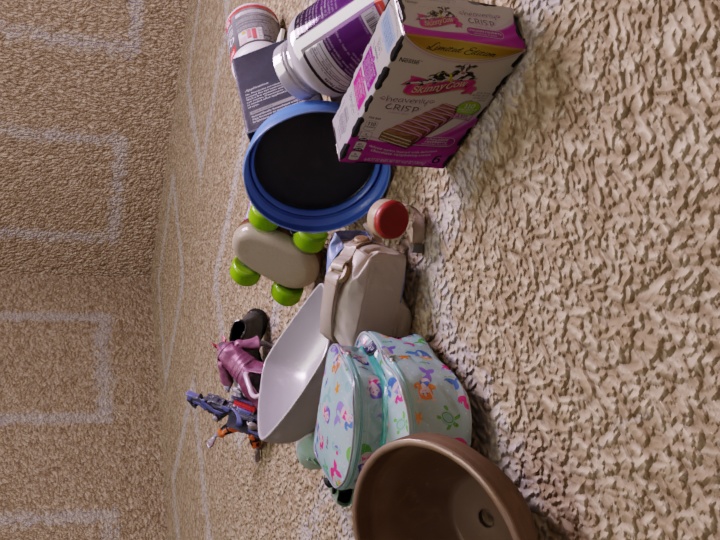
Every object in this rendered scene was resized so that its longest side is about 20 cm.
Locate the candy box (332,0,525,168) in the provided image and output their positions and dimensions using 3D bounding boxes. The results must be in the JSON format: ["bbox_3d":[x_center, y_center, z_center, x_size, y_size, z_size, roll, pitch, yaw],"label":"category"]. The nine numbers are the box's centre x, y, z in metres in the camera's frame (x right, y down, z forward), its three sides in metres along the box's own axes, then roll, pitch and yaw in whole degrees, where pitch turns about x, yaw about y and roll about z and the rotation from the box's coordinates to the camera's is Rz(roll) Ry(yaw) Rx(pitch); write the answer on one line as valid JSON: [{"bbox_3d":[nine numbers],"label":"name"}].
[{"bbox_3d":[0.064,-0.191,0.845,0.200,0.134,0.062,122,142,-54],"label":"candy box"}]

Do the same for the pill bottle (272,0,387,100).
[{"bbox_3d":[-0.011,-0.288,0.983,0.198,0.112,0.114,-24,62,33],"label":"pill bottle"}]

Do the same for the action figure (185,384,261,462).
[{"bbox_3d":[-0.261,0.292,1.662,0.195,0.198,0.105,-67,-5,33],"label":"action figure"}]

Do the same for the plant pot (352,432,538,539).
[{"bbox_3d":[0.092,0.241,0.738,0.199,0.092,0.204,11,106,42],"label":"plant pot"}]

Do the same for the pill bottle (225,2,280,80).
[{"bbox_3d":[-0.208,-0.437,1.627,0.116,0.114,0.202,115,150,-45],"label":"pill bottle"}]

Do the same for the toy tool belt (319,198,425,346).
[{"bbox_3d":[0.000,0.000,1.021,0.123,0.123,0.203,30,115,58],"label":"toy tool belt"}]

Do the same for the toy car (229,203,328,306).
[{"bbox_3d":[-0.121,-0.075,1.396,0.201,0.156,0.165,-68,4,-48],"label":"toy car"}]

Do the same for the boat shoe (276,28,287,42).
[{"bbox_3d":[-0.135,-0.347,1.505,0.072,0.059,0.205,-176,90,-80],"label":"boat shoe"}]

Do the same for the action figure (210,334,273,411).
[{"bbox_3d":[-0.222,0.192,1.516,0.199,0.149,0.135,36,93,23],"label":"action figure"}]

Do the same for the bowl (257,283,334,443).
[{"bbox_3d":[-0.071,0.143,1.176,0.201,0.074,0.201,-54,20,24],"label":"bowl"}]

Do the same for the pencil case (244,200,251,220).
[{"bbox_3d":[-0.185,-0.108,1.593,0.201,0.083,0.086,117,177,-45],"label":"pencil case"}]

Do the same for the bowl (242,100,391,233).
[{"bbox_3d":[-0.059,-0.138,1.080,0.040,0.198,0.202,-101,24,-46],"label":"bowl"}]

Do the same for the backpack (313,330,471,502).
[{"bbox_3d":[0.036,0.171,0.885,0.200,0.149,0.180,-142,58,-59],"label":"backpack"}]

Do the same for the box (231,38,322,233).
[{"bbox_3d":[-0.095,-0.201,1.187,0.198,0.116,0.201,69,-177,-45],"label":"box"}]

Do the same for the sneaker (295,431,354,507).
[{"bbox_3d":[-0.048,0.289,1.173,0.201,0.073,0.120,129,145,-54],"label":"sneaker"}]

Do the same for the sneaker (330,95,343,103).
[{"bbox_3d":[-0.008,-0.334,1.115,0.118,0.073,0.203,49,126,53],"label":"sneaker"}]

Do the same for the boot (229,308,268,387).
[{"bbox_3d":[-0.249,0.181,1.660,0.131,0.067,0.203,-42,-38,-71],"label":"boot"}]
